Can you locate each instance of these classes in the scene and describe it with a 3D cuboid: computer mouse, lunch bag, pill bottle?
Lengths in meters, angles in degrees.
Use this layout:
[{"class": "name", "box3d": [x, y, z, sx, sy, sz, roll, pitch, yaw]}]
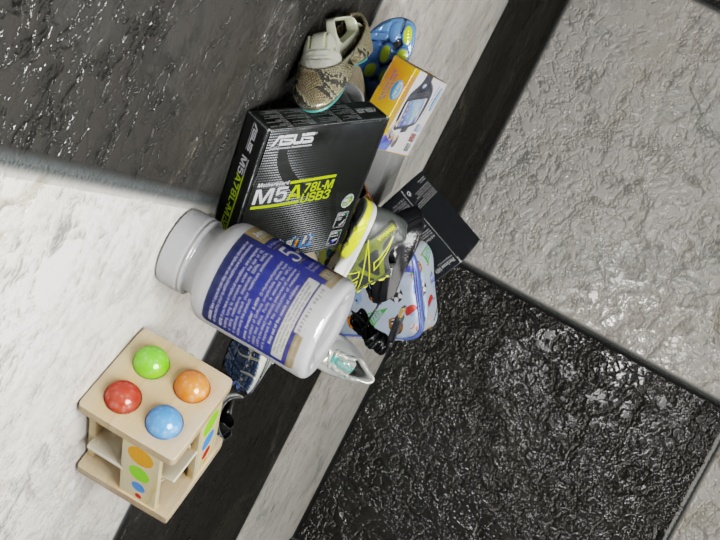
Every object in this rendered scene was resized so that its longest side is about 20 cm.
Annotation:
[{"class": "computer mouse", "box3d": [0.035, 0.012, 1.587, 0.202, 0.046, 0.141, -65, -156, 14]}, {"class": "lunch bag", "box3d": [0.016, 0.020, 1.760, 0.075, 0.198, 0.162, -32, 119, -54]}, {"class": "pill bottle", "box3d": [-0.116, 0.019, 1.275, 0.121, 0.198, 0.120, -59, 171, -16]}]

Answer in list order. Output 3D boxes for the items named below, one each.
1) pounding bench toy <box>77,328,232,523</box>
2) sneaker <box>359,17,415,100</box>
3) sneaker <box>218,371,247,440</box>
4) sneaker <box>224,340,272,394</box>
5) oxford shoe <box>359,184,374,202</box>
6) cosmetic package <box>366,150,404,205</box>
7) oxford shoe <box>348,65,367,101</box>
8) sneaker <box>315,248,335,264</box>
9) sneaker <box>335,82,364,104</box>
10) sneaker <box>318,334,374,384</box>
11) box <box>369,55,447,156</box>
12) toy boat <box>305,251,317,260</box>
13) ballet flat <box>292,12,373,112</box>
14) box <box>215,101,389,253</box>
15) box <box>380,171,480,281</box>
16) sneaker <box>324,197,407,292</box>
[{"class": "pounding bench toy", "box3d": [-0.214, 0.146, 1.339, 0.201, 0.123, 0.157, -54, 167, -40]}, {"class": "sneaker", "box3d": [0.024, -0.275, 1.636, 0.083, 0.070, 0.201, -61, 177, -46]}, {"class": "sneaker", "box3d": [-0.228, 0.236, 1.658, 0.202, 0.077, 0.070, -65, 170, 16]}, {"class": "sneaker", "box3d": [-0.129, 0.103, 1.720, 0.085, 0.077, 0.202, 6, 119, -43]}, {"class": "oxford shoe", "box3d": [-0.006, -0.083, 1.620, 0.200, 0.071, 0.072, 49, 58, -33]}, {"class": "cosmetic package", "box3d": [0.026, -0.196, 1.795, 0.107, 0.089, 0.202, -46, 159, -54]}, {"class": "oxford shoe", "box3d": [-0.014, -0.202, 1.607, 0.075, 0.070, 0.201, -60, 171, -24]}, {"class": "sneaker", "box3d": [-0.040, -0.029, 1.698, 0.076, 0.104, 0.201, -48, -158, 32]}, {"class": "sneaker", "box3d": [-0.066, -0.154, 1.495, 0.201, 0.074, 0.082, -52, 178, 9]}, {"class": "sneaker", "box3d": [-0.047, 0.119, 1.705, 0.199, 0.088, 0.076, 26, 98, -50]}, {"class": "box", "box3d": [0.060, -0.221, 1.609, 0.120, 0.041, 0.200, -60, 164, 11]}, {"class": "toy boat", "box3d": [-0.128, 0.034, 1.549, 0.200, 0.129, 0.132, 144, -66, -73]}, {"class": "ballet flat", "box3d": [-0.035, -0.259, 1.393, 0.200, 0.067, 0.076, -58, 150, -54]}, {"class": "box", "box3d": [-0.075, -0.104, 1.401, 0.199, 0.048, 0.195, -12, 137, -44]}, {"class": "box", "box3d": [0.064, -0.034, 1.802, 0.200, 0.142, 0.079, -39, -179, 42]}, {"class": "sneaker", "box3d": [0.000, 0.000, 1.548, 0.075, 0.084, 0.201, -89, -160, -50]}]
